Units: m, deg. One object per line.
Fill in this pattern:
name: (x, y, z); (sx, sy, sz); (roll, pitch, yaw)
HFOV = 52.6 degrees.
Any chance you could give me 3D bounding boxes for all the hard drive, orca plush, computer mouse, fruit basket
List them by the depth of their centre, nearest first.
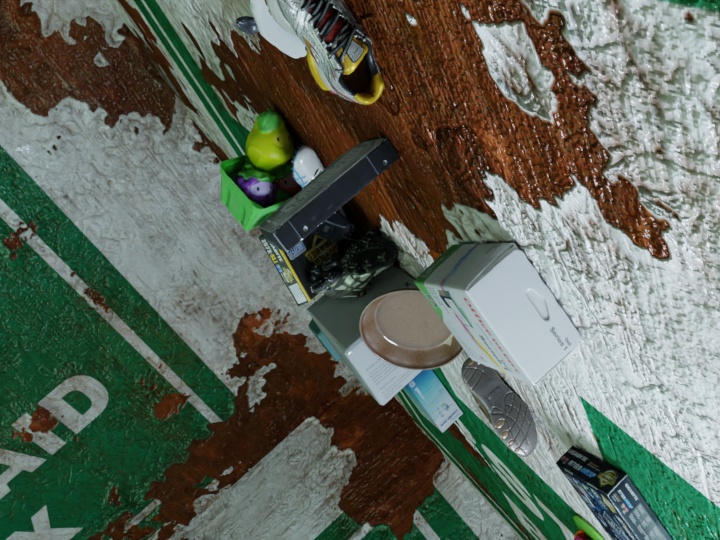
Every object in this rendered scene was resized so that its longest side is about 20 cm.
orca plush: (-0.105, -0.323, 0.822); (0.199, 0.103, 0.073); (22, -120, -56)
hard drive: (-0.049, -0.107, 1.003); (0.038, 0.199, 0.140); (51, 172, -15)
computer mouse: (-0.059, -0.079, 1.417); (0.196, 0.047, 0.141); (18, 151, -4)
fruit basket: (-0.174, -0.205, 1.452); (0.156, 0.215, 0.216); (47, 171, 16)

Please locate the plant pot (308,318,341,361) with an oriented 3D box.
plant pot: (-0.021, 0.114, 1.793); (0.142, 0.199, 0.141); (53, 172, -22)

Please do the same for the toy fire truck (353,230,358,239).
toy fire truck: (-0.085, -0.093, 1.657); (0.200, 0.111, 0.169); (47, 147, 20)

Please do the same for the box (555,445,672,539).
box: (0.411, 0.385, 1.147); (0.201, 0.046, 0.159); (53, 171, -9)

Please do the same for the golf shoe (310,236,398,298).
golf shoe: (0.000, 0.000, 1.392); (0.094, 0.197, 0.079); (36, -135, -43)

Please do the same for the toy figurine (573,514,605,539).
toy figurine: (0.470, 0.671, 1.582); (0.201, 0.183, 0.150); (53, 171, -21)

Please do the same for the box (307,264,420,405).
box: (0.037, 0.112, 1.471); (0.200, 0.198, 0.173); (39, 166, 53)

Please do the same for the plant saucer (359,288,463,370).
plant saucer: (0.096, 0.099, 1.307); (0.202, 0.197, 0.037); (56, -150, -33)

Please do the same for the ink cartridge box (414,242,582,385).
ink cartridge box: (0.164, 0.047, 0.912); (0.146, 0.084, 0.200); (52, 171, -9)

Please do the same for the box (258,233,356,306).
box: (-0.095, -0.048, 1.484); (0.049, 0.199, 0.162); (-23, 101, 45)

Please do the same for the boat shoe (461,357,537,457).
boat shoe: (0.256, 0.247, 1.339); (0.202, 0.075, 0.072); (59, 177, 10)

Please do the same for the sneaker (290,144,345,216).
sneaker: (-0.077, -0.164, 1.399); (0.071, 0.073, 0.201); (18, 154, 28)

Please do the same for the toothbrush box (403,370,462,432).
toothbrush box: (0.180, 0.337, 2.050); (0.201, 0.085, 0.146); (55, 170, -20)

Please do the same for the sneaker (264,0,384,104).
sneaker: (-0.028, -0.251, 0.752); (0.082, 0.078, 0.200); (39, 175, 37)
